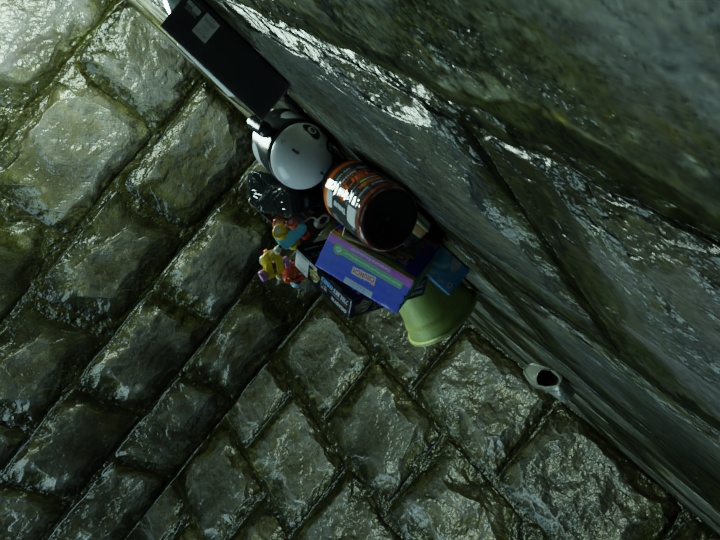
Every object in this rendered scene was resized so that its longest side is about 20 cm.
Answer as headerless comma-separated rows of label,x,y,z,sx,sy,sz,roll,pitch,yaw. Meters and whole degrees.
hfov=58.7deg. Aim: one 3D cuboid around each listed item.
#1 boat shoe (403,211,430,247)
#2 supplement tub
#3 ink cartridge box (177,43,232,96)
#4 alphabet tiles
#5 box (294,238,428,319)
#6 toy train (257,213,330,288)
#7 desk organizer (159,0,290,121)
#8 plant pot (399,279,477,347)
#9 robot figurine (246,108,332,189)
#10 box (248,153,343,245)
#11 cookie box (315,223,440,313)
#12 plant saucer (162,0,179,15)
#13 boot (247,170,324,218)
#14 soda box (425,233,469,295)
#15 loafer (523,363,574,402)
boat shoe,0.065,-0.089,1.114,0.074,0.063,0.200,39,-174,-20
supplement tub,0.004,-0.114,1.039,0.107,0.107,0.200,40,-179,-35
ink cartridge box,-0.264,-0.422,1.303,0.198,0.051,0.162,17,162,46
alphabet tiles,0.023,-0.084,1.147,0.164,0.008,0.201,24,-154,-6
box,0.000,0.000,1.269,0.197,0.051,0.198,-16,-137,-35
toy train,-0.142,-0.047,1.307,0.148,0.202,0.056,-15,-128,-41
desk organizer,-0.206,-0.329,0.999,0.199,0.072,0.077,42,-177,-14
plant pot,0.147,0.042,1.518,0.185,0.199,0.200,52,178,-18
robot figurine,-0.130,-0.232,1.199,0.200,0.147,0.128,44,142,52
box,-0.123,-0.176,1.419,0.165,0.201,0.164,39,-178,-7
cookie box,0.038,-0.027,1.154,0.169,0.076,0.200,30,-153,8
plant saucer,-0.270,-0.398,1.093,0.199,0.050,0.200,41,178,2
boot,-0.117,-0.162,1.289,0.165,0.078,0.198,-15,-154,-35
soda box,0.122,-0.041,1.277,0.199,0.064,0.068,42,-179,3
loafer,0.505,0.293,1.747,0.070,0.070,0.199,46,172,-20
